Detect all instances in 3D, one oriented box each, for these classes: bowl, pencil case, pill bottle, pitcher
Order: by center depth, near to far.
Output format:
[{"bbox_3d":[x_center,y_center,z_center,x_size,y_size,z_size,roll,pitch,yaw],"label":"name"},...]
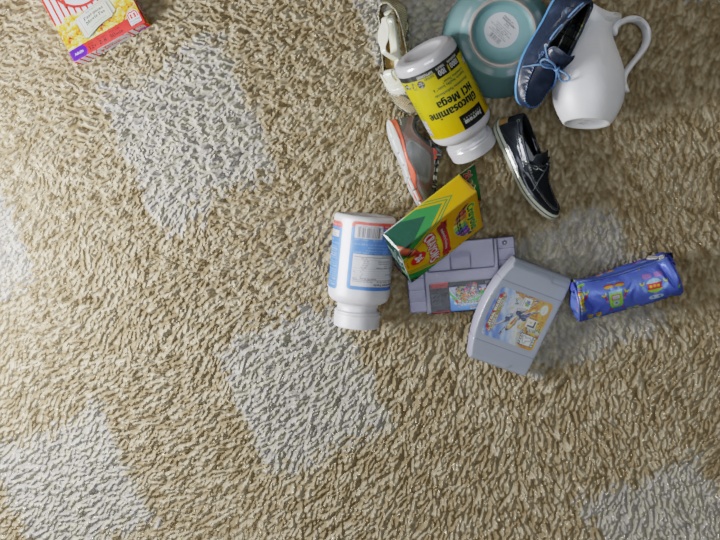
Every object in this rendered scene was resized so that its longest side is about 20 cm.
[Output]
[{"bbox_3d":[0.414,-0.346,1.549,0.171,0.121,0.201,4,86,-9],"label":"pitcher"},{"bbox_3d":[0.151,-0.287,1.551,0.112,0.113,0.200,-30,114,7],"label":"pill bottle"},{"bbox_3d":[0.239,-0.399,1.554,0.200,0.105,0.202,1,98,4],"label":"bowl"},{"bbox_3d":[0.465,0.027,1.599,0.199,0.078,0.087,-16,120,6],"label":"pencil case"},{"bbox_3d":[0.000,0.000,1.614,0.112,0.112,0.201,6,97,3],"label":"pill bottle"}]

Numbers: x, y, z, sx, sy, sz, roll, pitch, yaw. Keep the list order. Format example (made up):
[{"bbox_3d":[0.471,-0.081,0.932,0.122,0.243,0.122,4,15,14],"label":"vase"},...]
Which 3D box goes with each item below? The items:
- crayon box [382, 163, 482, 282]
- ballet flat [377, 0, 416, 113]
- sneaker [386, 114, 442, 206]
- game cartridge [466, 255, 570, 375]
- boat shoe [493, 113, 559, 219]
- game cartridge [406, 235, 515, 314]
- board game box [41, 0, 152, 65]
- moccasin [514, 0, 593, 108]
[{"bbox_3d":[0.140,-0.080,1.565,0.200,0.127,0.051,-39,62,-6],"label":"crayon box"},{"bbox_3d":[0.058,-0.372,1.583,0.068,0.075,0.201,-5,98,28],"label":"ballet flat"},{"bbox_3d":[0.114,-0.183,1.605,0.082,0.077,0.201,-22,95,0],"label":"sneaker"},{"bbox_3d":[0.274,0.081,1.619,0.133,0.042,0.201,18,105,-16],"label":"game cartridge"},{"bbox_3d":[0.302,-0.183,1.587,0.062,0.075,0.201,-26,90,32],"label":"boat shoe"},{"bbox_3d":[0.183,0.010,1.642,0.199,0.038,0.130,-5,92,5],"label":"game cartridge"},{"bbox_3d":[-0.488,-0.494,1.623,0.151,0.046,0.201,-28,94,7],"label":"board game box"},{"bbox_3d":[0.313,-0.359,1.482,0.080,0.068,0.201,5,111,-39],"label":"moccasin"}]
